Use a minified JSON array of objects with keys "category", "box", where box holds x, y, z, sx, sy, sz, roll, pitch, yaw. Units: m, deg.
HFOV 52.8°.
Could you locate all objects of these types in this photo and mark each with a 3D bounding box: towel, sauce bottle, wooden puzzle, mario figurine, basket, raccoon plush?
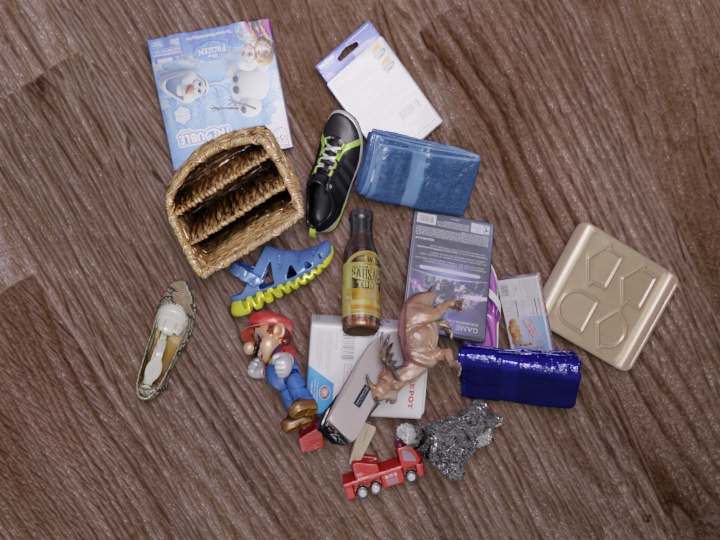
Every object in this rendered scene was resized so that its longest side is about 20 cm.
[{"category":"towel","box":[0.258,0.171,1.191,0.194,0.149,0.051,5,58,13]},{"category":"towel","box":[0.093,-0.154,1.166,0.194,0.049,0.115,9,109,-18]},{"category":"sauce bottle","box":[0.000,0.000,1.160,0.064,0.066,0.206,0,69,-4]},{"category":"wooden puzzle","box":[0.415,0.044,1.246,0.197,0.046,0.189,29,95,-2]},{"category":"mario figurine","box":[-0.145,0.156,1.158,0.123,0.105,0.203,-39,59,19]},{"category":"basket","box":[-0.196,-0.117,1.097,0.196,0.150,0.144,-28,118,8]},{"category":"raccoon plush","box":[0.157,0.261,1.194,0.135,0.200,0.097,-48,58,1]}]

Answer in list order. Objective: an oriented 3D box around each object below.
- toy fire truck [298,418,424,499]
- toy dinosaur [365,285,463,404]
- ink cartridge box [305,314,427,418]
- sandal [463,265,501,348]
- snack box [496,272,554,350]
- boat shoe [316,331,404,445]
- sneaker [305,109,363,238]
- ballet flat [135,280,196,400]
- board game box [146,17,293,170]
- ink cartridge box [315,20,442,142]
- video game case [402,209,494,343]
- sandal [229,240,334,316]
[{"category":"toy fire truck","box":[0.003,0.310,1.244,0.195,0.049,0.145,-17,98,-2]},{"category":"toy dinosaur","box":[0.082,0.098,1.098,0.131,0.086,0.205,9,65,-5]},{"category":"ink cartridge box","box":[0.008,0.158,1.206,0.194,0.086,0.151,4,97,-7]},{"category":"sandal","box":[0.203,0.061,1.226,0.080,0.050,0.209,-13,97,-4]},{"category":"snack box","box":[0.286,0.107,1.230,0.070,0.024,0.206,-8,104,27]},{"category":"boat shoe","box":[0.000,0.184,1.137,0.075,0.093,0.201,42,64,-5]},{"category":"sneaker","box":[-0.045,-0.151,1.149,0.070,0.083,0.206,13,101,16]},{"category":"ballet flat","box":[-0.318,0.120,1.181,0.066,0.075,0.205,20,95,-6]},{"category":"board game box","box":[-0.220,-0.278,1.153,0.194,0.043,0.205,-12,100,-3]},{"category":"ink cartridge box","box":[0.029,-0.282,1.174,0.119,0.042,0.201,-38,101,2]},{"category":"video game case","box":[0.145,0.007,1.191,0.139,0.019,0.206,10,73,-6]},{"category":"sandal","box":[-0.136,-0.003,1.181,0.196,0.079,0.089,-27,95,-2]}]
